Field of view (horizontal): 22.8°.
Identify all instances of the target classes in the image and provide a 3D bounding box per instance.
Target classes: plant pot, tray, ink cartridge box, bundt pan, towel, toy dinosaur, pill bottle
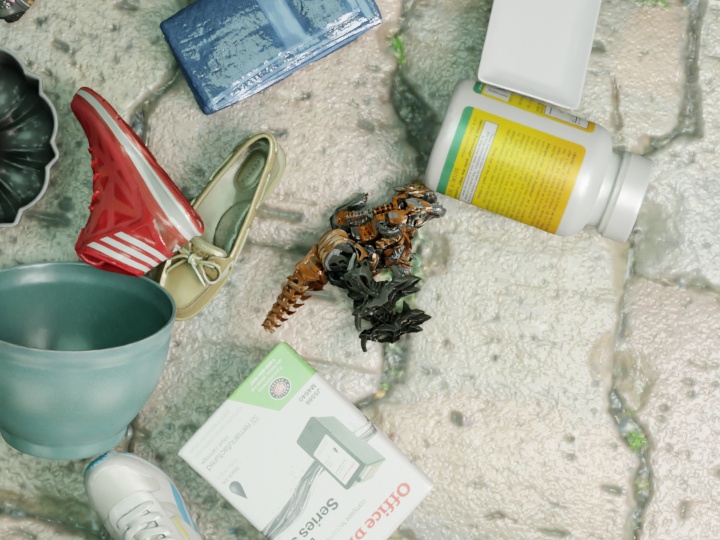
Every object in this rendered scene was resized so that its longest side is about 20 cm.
[{"bbox_3d":[-0.275,0.091,1.654,0.200,0.200,0.135,7,113,2],"label":"plant pot"},{"bbox_3d":[0.179,-0.260,1.725,0.107,0.022,0.201,16,79,-12],"label":"tray"},{"bbox_3d":[-0.049,0.187,1.680,0.200,0.084,0.146,43,87,4],"label":"ink cartridge box"},{"bbox_3d":[-0.382,-0.121,1.717,0.201,0.076,0.203,0,86,1],"label":"bundt pan"},{"bbox_3d":[-0.089,-0.241,1.734,0.200,0.049,0.112,-29,84,-1],"label":"towel"},{"bbox_3d":[0.000,0.000,1.704,0.200,0.102,0.136,-43,62,12],"label":"toy dinosaur"},{"bbox_3d":[0.169,-0.098,1.684,0.200,0.113,0.113,19,86,3],"label":"pill bottle"}]

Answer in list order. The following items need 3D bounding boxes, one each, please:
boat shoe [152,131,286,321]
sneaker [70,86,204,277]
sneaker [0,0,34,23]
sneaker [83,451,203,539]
[{"bbox_3d":[-0.139,-0.044,1.711,0.073,0.063,0.201,35,87,4],"label":"boat shoe"},{"bbox_3d":[-0.246,-0.078,1.693,0.115,0.078,0.200,-39,62,-1],"label":"sneaker"},{"bbox_3d":[-0.401,-0.308,1.735,0.200,0.080,0.086,29,97,9],"label":"sneaker"},{"bbox_3d":[-0.184,0.254,1.656,0.076,0.081,0.200,-36,103,-1],"label":"sneaker"}]
